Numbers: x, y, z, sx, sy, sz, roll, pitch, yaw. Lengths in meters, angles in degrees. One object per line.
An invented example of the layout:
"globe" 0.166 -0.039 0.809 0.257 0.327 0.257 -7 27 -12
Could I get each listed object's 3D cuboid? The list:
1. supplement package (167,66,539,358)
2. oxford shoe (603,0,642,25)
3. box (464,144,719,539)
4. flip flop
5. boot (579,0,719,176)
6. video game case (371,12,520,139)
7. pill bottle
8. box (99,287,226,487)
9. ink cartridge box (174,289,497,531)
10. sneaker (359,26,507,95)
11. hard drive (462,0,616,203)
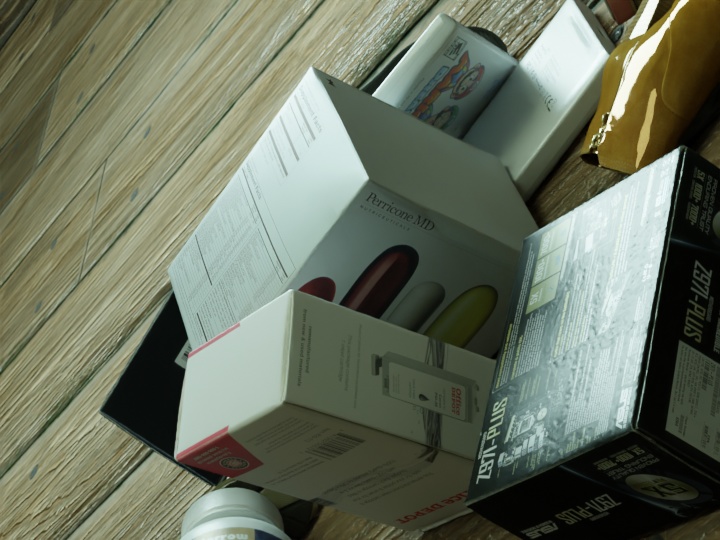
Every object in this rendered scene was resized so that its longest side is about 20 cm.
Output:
"supplement package" 0.000 0.000 1.417 0.201 0.190 0.148 -52 36 22
"oxford shoe" 0.210 -0.252 1.493 0.074 0.071 0.201 -25 31 12
"box" 0.159 0.053 1.171 0.163 0.086 0.201 -33 34 49
"flip flop" -0.109 0.225 1.586 0.201 0.081 0.058 -54 7 31
"boot" 0.221 -0.126 1.298 0.201 0.070 0.145 2 71 70
"video game case" 0.037 -0.104 1.539 0.200 0.024 0.182 -51 -20 10
"pill bottle" -0.092 0.255 1.443 0.111 0.110 0.201 -51 24 23
"box" -0.106 0.053 1.638 0.201 0.123 0.197 -58 -1 6
"ink cartridge box" -0.003 0.100 1.303 0.146 0.199 0.084 -31 47 50
"sneaker" 0.042 -0.117 1.658 0.199 0.084 0.121 -35 -21 -18
"hard drive" 0.127 -0.108 1.524 0.201 0.027 0.132 -53 23 18
